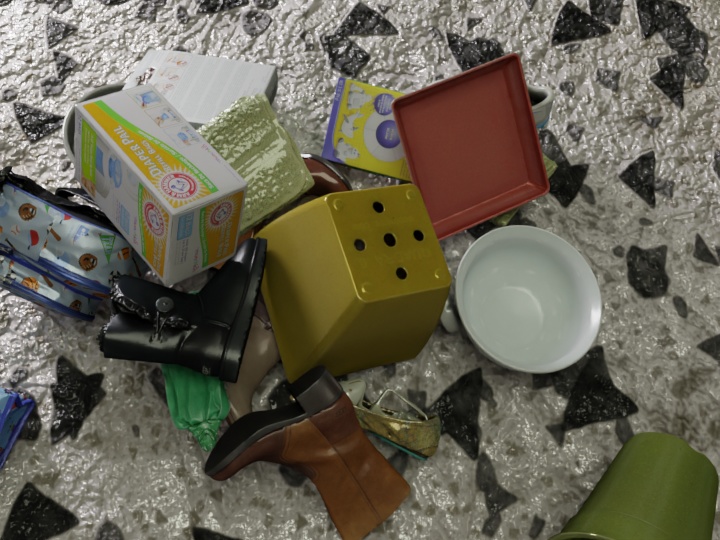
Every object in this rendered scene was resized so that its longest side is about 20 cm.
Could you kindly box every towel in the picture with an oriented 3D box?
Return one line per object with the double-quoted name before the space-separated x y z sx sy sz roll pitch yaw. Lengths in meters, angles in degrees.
"towel" -0.171 -0.118 1.140 0.198 0.036 0.150 -35 101 -6
"towel" 0.176 -0.170 1.298 0.200 0.037 0.148 44 69 10

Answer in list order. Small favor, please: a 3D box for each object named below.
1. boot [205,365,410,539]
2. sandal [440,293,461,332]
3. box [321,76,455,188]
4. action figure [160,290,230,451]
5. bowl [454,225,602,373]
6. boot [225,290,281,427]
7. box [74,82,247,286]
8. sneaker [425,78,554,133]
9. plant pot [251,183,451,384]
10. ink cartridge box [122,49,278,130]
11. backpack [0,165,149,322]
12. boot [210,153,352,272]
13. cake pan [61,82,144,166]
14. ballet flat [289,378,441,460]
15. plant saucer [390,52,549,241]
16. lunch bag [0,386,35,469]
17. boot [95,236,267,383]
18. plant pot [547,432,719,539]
"boot" -0.062 0.243 1.051 0.187 0.068 0.202 -36 108 -12
"sandal" 0.079 -0.009 1.202 0.049 0.082 0.206 -25 70 13
"box" 0.052 -0.189 1.246 0.195 0.048 0.120 14 98 3
"action figure" -0.191 0.118 1.041 0.115 0.055 0.203 -12 54 -3
"bowl" 0.212 0.051 1.181 0.196 0.091 0.206 3 66 -7
"boot" -0.131 0.106 1.122 0.144 0.071 0.202 -26 73 -20
"box" -0.229 -0.100 1.002 0.100 0.114 0.200 -26 61 -36
"sneaker" 0.184 -0.251 1.265 0.195 0.087 0.077 3 70 -4
"plant pot" 0.000 0.000 1.094 0.196 0.176 0.204 -9 70 -30
"ink cartridge box" -0.228 -0.239 1.243 0.195 0.048 0.162 8 45 6
"backpack" -0.352 -0.023 1.080 0.186 0.200 0.158 17 90 8
"boot" -0.126 -0.075 1.198 0.185 0.069 0.203 26 67 3
"cake pan" -0.303 -0.169 1.205 0.196 0.037 0.204 10 54 -14
"ballet flat" 0.010 0.172 1.110 0.196 0.071 0.072 22 66 -3
"plant saucer" 0.148 -0.167 1.210 0.196 0.037 0.204 -23 109 -14
"lunch bag" -0.495 0.214 1.022 0.148 0.094 0.204 21 75 -1
"boot" -0.201 0.026 1.027 0.164 0.077 0.203 14 53 -4
"plant pot" 0.341 0.305 1.057 0.198 0.201 0.191 34 54 7
